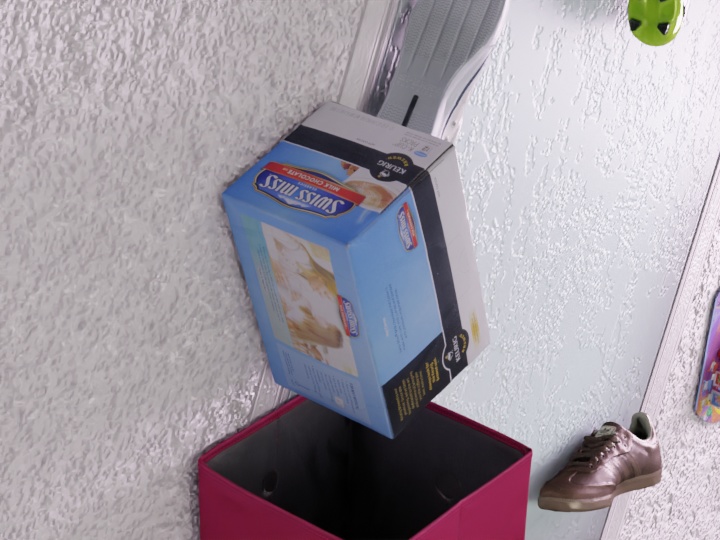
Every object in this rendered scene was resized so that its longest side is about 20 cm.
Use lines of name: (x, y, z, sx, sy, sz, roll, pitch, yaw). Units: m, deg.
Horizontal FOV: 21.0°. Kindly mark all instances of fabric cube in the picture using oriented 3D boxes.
fabric cube: (0.001, 0.229, 1.551, 0.199, 0.195, 0.201, -28, 131, -43)

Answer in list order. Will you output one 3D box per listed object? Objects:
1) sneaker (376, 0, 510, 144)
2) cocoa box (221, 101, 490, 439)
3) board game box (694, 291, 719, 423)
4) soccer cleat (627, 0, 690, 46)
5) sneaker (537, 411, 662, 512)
sneaker: (0.061, -0.156, 1.550, 0.201, 0.073, 0.071, -62, 166, -5)
cocoa box: (0.000, 0.000, 1.480, 0.131, 0.133, 0.201, -42, 138, -31)
board game box: (0.443, 0.083, 2.189, 0.157, 0.039, 0.202, -17, 121, -48)
soccer cleat: (0.281, -0.304, 1.763, 0.081, 0.067, 0.202, -36, 138, -61)
sneaker: (0.239, 0.194, 1.975, 0.199, 0.070, 0.076, -10, 97, -54)
